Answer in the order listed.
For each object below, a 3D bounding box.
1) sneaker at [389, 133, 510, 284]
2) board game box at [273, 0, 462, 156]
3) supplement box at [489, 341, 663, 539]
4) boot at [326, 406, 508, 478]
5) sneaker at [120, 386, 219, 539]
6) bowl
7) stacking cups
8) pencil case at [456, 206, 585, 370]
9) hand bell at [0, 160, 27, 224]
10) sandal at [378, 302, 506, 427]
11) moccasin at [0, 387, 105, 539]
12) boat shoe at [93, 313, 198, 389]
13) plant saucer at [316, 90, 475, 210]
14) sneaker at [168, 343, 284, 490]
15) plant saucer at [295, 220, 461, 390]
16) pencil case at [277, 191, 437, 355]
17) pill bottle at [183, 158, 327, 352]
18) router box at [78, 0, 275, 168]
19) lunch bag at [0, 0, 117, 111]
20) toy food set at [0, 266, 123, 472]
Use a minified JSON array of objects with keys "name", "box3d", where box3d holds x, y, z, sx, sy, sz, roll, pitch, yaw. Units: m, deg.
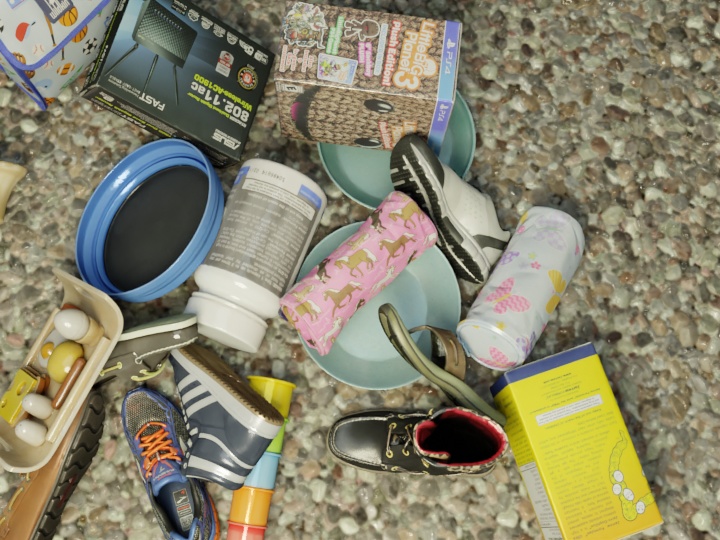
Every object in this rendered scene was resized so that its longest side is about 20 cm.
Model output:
[{"name":"sneaker","box3d":[0.106,-0.083,1.088,0.080,0.073,0.201,-45,116,-22]},{"name":"board game box","box3d":[0.007,-0.216,1.063,0.197,0.160,0.098,7,75,1]},{"name":"supplement box","box3d":[0.233,0.199,1.018,0.108,0.109,0.203,-17,76,-6]},{"name":"boot","box3d":[0.061,0.184,0.995,0.197,0.151,0.074,10,74,1]},{"name":"sneaker","box3d":[-0.210,0.218,1.017,0.075,0.079,0.202,-26,77,-9]},{"name":"bowl","box3d":[-0.242,-0.056,1.065,0.198,0.039,0.203,-15,57,25]},{"name":"stacking cups","box3d":[-0.120,0.223,1.034,0.060,0.061,0.203,11,79,2]},{"name":"pencil case","box3d":[0.185,0.017,1.058,0.090,0.084,0.201,13,54,32]},{"name":"hand bell","box3d":[-0.452,-0.024,1.086,0.102,0.104,0.203,2,87,-1]},{"name":"sandal","box3d":[0.094,0.100,1.021,0.201,0.080,0.057,42,86,-17]},{"name":"moccasin","box3d":[-0.345,0.218,1.013,0.077,0.074,0.204,26,95,14]},{"name":"boat shoe","box3d":[-0.250,0.093,1.021,0.199,0.071,0.061,-15,91,33]},{"name":"plant saucer","box3d":[0.044,-0.162,1.150,0.197,0.036,0.203,1,74,-2]},{"name":"sneaker","box3d":[-0.174,0.159,1.019,0.199,0.070,0.110,33,98,40]},{"name":"plant saucer","box3d":[0.019,0.043,1.092,0.198,0.039,0.204,0,75,-1]},{"name":"pencil case","box3d":[0.000,0.000,1.036,0.200,0.086,0.083,-45,111,-12]},{"name":"pill bottle","box3d":[-0.124,-0.016,1.065,0.112,0.114,0.202,21,75,4]},{"name":"router box","box3d":[-0.213,-0.234,1.099,0.198,0.062,0.152,26,73,-31]},{"name":"lunch bag","box3d":[-0.374,-0.311,1.095,0.124,0.200,0.170,40,76,10]},{"name":"toy food set","box3d":[-0.348,0.101,0.993,0.143,0.060,0.202,17,75,46]}]
